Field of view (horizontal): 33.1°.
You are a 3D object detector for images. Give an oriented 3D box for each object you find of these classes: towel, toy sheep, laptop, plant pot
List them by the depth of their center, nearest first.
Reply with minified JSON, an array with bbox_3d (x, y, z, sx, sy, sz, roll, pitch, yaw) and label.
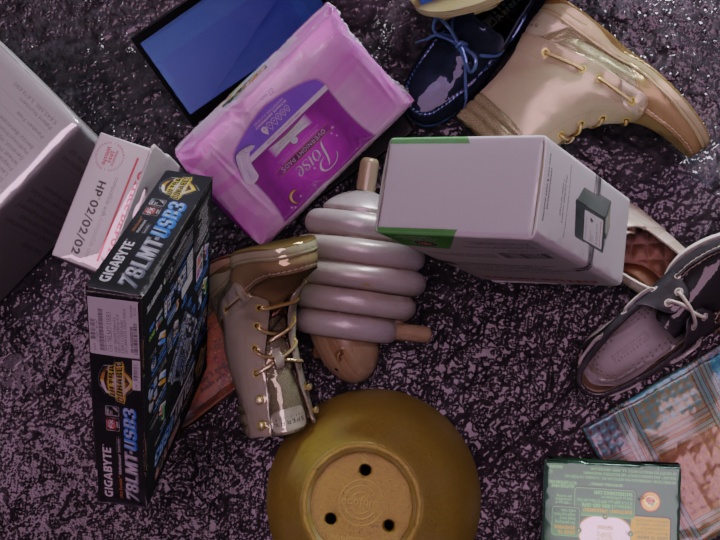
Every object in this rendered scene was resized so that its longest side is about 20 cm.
[{"bbox_3d":[0.007,0.200,1.048,0.198,0.142,0.202,-1,82,4],"label":"plant pot"},{"bbox_3d":[0.000,0.000,1.087,0.137,0.138,0.202,5,85,5],"label":"toy sheep"},{"bbox_3d":[0.320,0.155,1.090,0.199,0.022,0.147,-29,80,0],"label":"towel"},{"bbox_3d":[-0.078,-0.171,1.129,0.177,0.103,0.201,-34,80,-1],"label":"laptop"}]

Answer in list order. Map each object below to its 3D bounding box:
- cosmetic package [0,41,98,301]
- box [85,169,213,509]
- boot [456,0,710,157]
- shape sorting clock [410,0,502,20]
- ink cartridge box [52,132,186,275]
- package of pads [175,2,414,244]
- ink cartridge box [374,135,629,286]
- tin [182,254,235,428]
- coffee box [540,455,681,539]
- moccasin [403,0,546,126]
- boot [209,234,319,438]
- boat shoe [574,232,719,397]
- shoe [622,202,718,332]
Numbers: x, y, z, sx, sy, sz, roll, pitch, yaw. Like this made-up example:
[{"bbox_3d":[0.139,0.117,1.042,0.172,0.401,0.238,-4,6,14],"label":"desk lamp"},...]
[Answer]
[{"bbox_3d":[-0.353,-0.094,1.108,0.165,0.165,0.200,43,86,9],"label":"cosmetic package"},{"bbox_3d":[-0.166,0.051,0.980,0.049,0.200,0.200,9,122,4],"label":"box"},{"bbox_3d":[0.205,-0.133,1.118,0.200,0.073,0.156,40,91,1],"label":"boot"},{"bbox_3d":[0.134,-0.293,1.103,0.199,0.200,0.039,-33,117,-1],"label":"shape sorting clock"},{"bbox_3d":[-0.205,-0.047,1.071,0.067,0.200,0.116,19,83,7],"label":"ink cartridge box"},{"bbox_3d":[-0.059,-0.131,1.097,0.200,0.076,0.121,-44,106,2],"label":"package of pads"},{"bbox_3d":[0.126,-0.047,1.028,0.145,0.200,0.085,3,80,32],"label":"ink cartridge box"},{"bbox_3d":[-0.148,0.068,1.133,0.199,0.042,0.112,-36,85,-2],"label":"tin"},{"bbox_3d":[0.216,0.267,1.060,0.122,0.044,0.202,1,85,10],"label":"coffee box"},{"bbox_3d":[0.106,-0.227,1.139,0.080,0.068,0.201,36,86,9],"label":"moccasin"},{"bbox_3d":[-0.071,0.060,1.018,0.072,0.200,0.156,-9,81,-24],"label":"boot"},{"bbox_3d":[0.266,0.041,1.050,0.200,0.060,0.074,-38,91,26],"label":"boat shoe"},{"bbox_3d":[0.256,-0.018,1.104,0.200,0.053,0.070,37,86,9],"label":"shoe"}]
